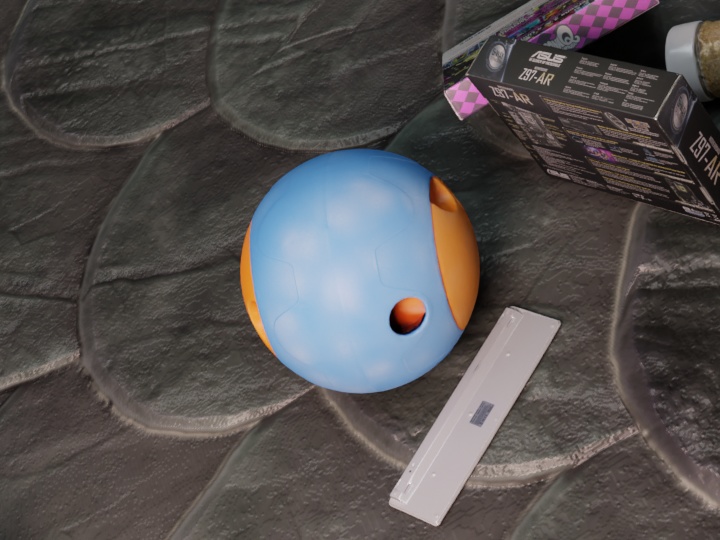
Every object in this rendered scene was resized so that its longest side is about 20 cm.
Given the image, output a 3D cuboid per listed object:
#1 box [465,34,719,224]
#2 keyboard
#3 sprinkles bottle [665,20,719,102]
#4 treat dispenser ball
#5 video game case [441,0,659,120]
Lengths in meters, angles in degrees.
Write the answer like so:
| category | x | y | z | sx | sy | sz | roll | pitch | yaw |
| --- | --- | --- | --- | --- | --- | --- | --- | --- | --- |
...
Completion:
| category | x | y | z | sx | sy | sz | roll | pitch | yaw |
| --- | --- | --- | --- | --- | --- | --- | --- | --- | --- |
| box | 0.203 | -0.115 | 1.392 | 0.199 | 0.160 | 0.044 | 20 | 73 | 44 |
| keyboard | 0.094 | 0.116 | 1.393 | 0.056 | 0.011 | 0.201 | 20 | 69 | 37 |
| sprinkles bottle | 0.356 | -0.186 | 1.412 | 0.199 | 0.068 | 0.069 | -7 | 52 | 30 |
| treat dispenser ball | 0.000 | 0.000 | 1.410 | 0.200 | 0.201 | 0.202 | -18 | 47 | 21 |
| video game case | 0.165 | -0.217 | 1.534 | 0.199 | 0.036 | 0.181 | -30 | 14 | 10 |
